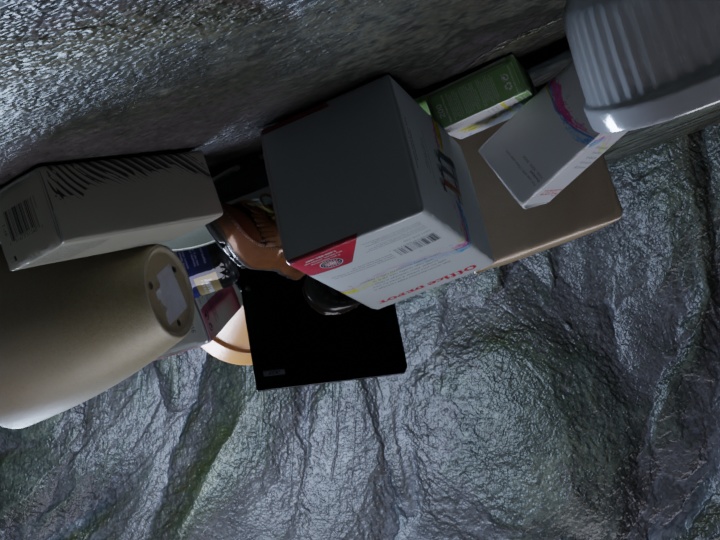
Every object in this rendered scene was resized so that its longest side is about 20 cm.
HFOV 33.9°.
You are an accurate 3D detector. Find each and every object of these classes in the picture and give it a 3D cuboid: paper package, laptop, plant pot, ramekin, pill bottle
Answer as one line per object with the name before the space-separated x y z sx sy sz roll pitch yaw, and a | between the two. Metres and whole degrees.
paper package | 0.211 -0.118 1.508 0.198 0.192 0.103 -19 179 9
laptop | -0.057 0.051 1.378 0.176 0.104 0.200 -5 -166 -16
plant pot | -0.176 0.033 1.907 0.199 0.201 0.140 -18 160 -31
ramekin | 0.249 -0.194 0.896 0.199 0.106 0.200 -24 -168 5
plant pot | -0.271 0.043 1.164 0.198 0.189 0.187 -15 179 19
pill bottle | -0.201 -0.022 1.323 0.198 0.113 0.112 -18 177 -3

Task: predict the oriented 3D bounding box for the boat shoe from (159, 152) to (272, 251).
boat shoe | -0.142 -0.076 1.246 0.198 0.061 0.076 -17 157 -7

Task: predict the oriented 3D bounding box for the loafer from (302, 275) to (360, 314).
loafer | 0.000 0.000 1.311 0.200 0.073 0.071 -35 172 -47

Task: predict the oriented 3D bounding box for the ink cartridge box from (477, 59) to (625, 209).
ink cartridge box | 0.235 -0.164 1.272 0.200 0.085 0.144 -44 170 17

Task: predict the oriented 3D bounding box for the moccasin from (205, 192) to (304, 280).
moccasin | -0.090 -0.038 1.201 0.078 0.074 0.201 -43 152 12

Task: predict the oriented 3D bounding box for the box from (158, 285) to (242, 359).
box | -0.255 0.040 1.665 0.127 0.110 0.200 -17 -169 14

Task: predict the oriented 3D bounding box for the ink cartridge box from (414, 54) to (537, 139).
ink cartridge box | 0.090 -0.167 1.278 0.199 0.048 0.145 -23 177 14

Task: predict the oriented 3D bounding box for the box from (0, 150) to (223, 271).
box | -0.221 -0.056 1.046 0.082 0.069 0.199 -21 177 34

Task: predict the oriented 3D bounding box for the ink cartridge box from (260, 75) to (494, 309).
ink cartridge box | 0.021 -0.068 1.160 0.144 0.146 0.200 -21 157 19
